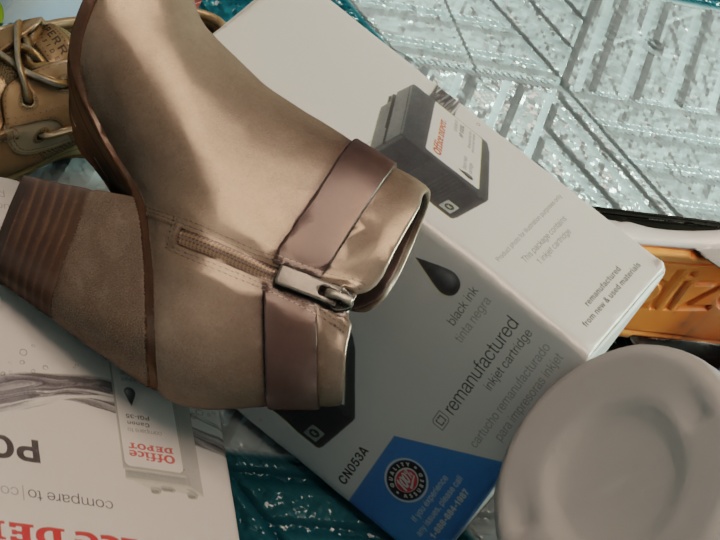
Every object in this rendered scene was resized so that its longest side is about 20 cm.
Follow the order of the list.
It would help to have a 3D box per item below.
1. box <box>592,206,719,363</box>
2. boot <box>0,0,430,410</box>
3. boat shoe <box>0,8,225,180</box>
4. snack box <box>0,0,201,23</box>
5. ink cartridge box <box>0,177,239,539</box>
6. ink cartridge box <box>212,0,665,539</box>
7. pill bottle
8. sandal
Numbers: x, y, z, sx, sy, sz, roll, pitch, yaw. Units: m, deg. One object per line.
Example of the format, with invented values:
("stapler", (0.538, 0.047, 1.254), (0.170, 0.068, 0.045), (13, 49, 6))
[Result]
("box", (0.141, 0.060, 1.261), (0.159, 0.049, 0.200), (5, 47, -28))
("boot", (-0.045, -0.045, 1.046), (0.146, 0.070, 0.200), (16, 77, 6))
("boat shoe", (-0.144, -0.082, 1.199), (0.200, 0.065, 0.071), (-15, 59, -43))
("snack box", (-0.113, -0.199, 1.232), (0.168, 0.200, 0.068), (-7, 54, -40))
("ink cartridge box", (-0.130, 0.064, 1.046), (0.146, 0.083, 0.200), (11, 44, -25))
("ink cartridge box", (0.000, 0.000, 1.149), (0.200, 0.145, 0.084), (39, 41, 7))
("pill bottle", (0.151, 0.116, 1.096), (0.200, 0.114, 0.114), (34, 30, -44))
("sandal", (0.144, 0.023, 1.210), (0.206, 0.079, 0.059), (3, 49, -21))
